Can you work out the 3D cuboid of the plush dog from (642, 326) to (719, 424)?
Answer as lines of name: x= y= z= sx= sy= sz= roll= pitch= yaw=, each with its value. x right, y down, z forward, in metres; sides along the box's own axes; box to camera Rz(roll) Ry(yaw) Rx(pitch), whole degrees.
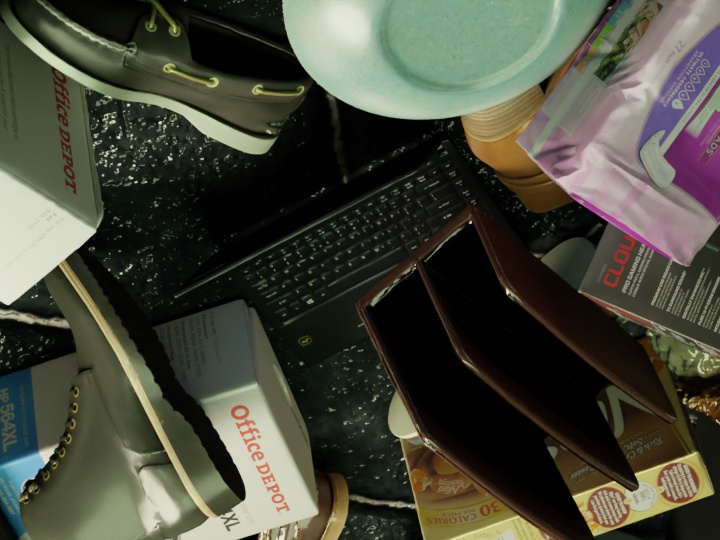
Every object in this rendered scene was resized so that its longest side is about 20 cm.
plush dog: x=0.262 y=0.006 z=1.611 sx=0.171 sy=0.201 sz=0.160 roll=-24 pitch=161 yaw=21

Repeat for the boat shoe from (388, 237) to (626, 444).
boat shoe: x=0.104 y=0.057 z=1.677 sx=0.200 sy=0.071 sz=0.062 roll=-41 pitch=132 yaw=19

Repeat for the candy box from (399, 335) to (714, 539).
candy box: x=0.134 y=0.132 z=1.719 sx=0.199 sy=0.116 sz=0.055 roll=-20 pitch=135 yaw=6

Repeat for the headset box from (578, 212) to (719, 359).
headset box: x=0.238 y=-0.019 z=1.492 sx=0.150 sy=0.199 sz=0.077 roll=-65 pitch=156 yaw=-1

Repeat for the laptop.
laptop: x=0.000 y=0.000 z=1.571 sx=0.176 sy=0.104 sz=0.200 roll=-26 pitch=133 yaw=13

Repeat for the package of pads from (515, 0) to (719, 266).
package of pads: x=0.195 y=-0.115 z=1.414 sx=0.120 sy=0.076 sz=0.201 roll=30 pitch=99 yaw=-27

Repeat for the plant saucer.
plant saucer: x=0.057 y=-0.152 z=1.373 sx=0.200 sy=0.039 sz=0.202 roll=-9 pitch=134 yaw=-9

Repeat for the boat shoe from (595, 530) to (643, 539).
boat shoe: x=0.139 y=0.242 z=1.856 sx=0.198 sy=0.074 sz=0.068 roll=-1 pitch=136 yaw=-9

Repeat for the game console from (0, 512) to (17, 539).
game console: x=-0.305 y=0.199 z=1.688 sx=0.116 sy=0.176 sz=0.201 roll=-38 pitch=138 yaw=-15

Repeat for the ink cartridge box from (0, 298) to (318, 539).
ink cartridge box: x=-0.143 y=0.121 z=1.667 sx=0.199 sy=0.085 sz=0.146 roll=-18 pitch=134 yaw=6

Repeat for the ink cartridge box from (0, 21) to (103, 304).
ink cartridge box: x=-0.251 y=-0.094 z=1.392 sx=0.086 sy=0.147 sz=0.200 roll=-38 pitch=130 yaw=21

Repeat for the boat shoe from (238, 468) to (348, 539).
boat shoe: x=-0.076 y=0.219 z=1.788 sx=0.070 sy=0.071 sz=0.201 roll=6 pitch=124 yaw=-27

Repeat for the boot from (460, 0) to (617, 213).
boot: x=0.156 y=-0.123 z=1.521 sx=0.199 sy=0.074 sz=0.155 roll=-25 pitch=142 yaw=8

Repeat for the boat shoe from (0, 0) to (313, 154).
boat shoe: x=-0.116 y=-0.132 z=1.443 sx=0.200 sy=0.072 sz=0.061 roll=21 pitch=122 yaw=-38

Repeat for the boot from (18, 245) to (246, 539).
boot: x=-0.182 y=0.095 z=1.561 sx=0.138 sy=0.201 sz=0.077 roll=-32 pitch=173 yaw=8

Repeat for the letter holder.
letter holder: x=0.111 y=0.079 z=1.550 sx=0.100 sy=0.143 sz=0.200 roll=-40 pitch=131 yaw=15

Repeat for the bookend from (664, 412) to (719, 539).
bookend: x=0.342 y=0.174 z=1.823 sx=0.197 sy=0.092 sz=0.201 roll=-2 pitch=135 yaw=-11
